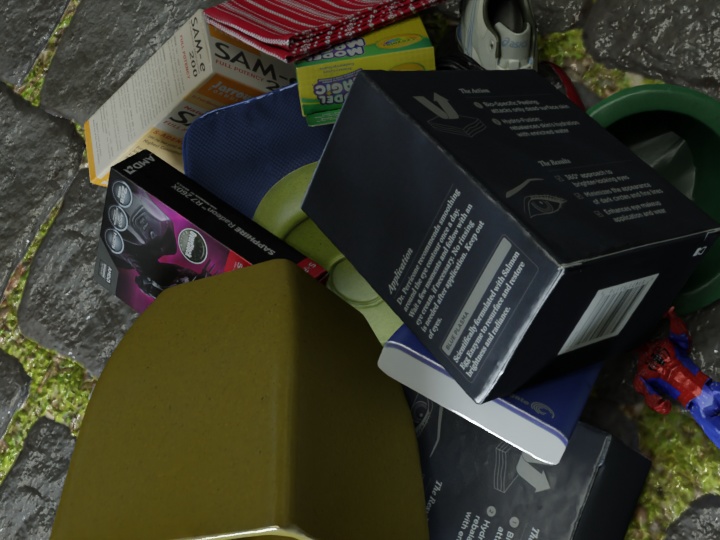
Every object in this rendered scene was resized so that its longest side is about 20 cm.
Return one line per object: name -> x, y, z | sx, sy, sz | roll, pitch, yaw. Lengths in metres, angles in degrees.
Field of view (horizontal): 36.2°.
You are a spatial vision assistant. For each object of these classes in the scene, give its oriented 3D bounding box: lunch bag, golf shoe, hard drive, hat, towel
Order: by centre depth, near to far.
hard drive -> 0.105, 0.052, 0.781 | 0.130, 0.200, 0.026 | 28, 117, 12
hat -> 0.236, -0.080, 0.907 | 0.162, 0.176, 0.204 | -6, 101, 12
golf shoe -> 0.118, -0.165, 0.936 | 0.077, 0.097, 0.204 | -5, 81, -6
towel -> -0.019, -0.236, 0.943 | 0.198, 0.023, 0.144 | -27, 37, -25
lunch bag -> -0.064, -0.072, 1.003 | 0.197, 0.132, 0.138 | -14, 63, 15

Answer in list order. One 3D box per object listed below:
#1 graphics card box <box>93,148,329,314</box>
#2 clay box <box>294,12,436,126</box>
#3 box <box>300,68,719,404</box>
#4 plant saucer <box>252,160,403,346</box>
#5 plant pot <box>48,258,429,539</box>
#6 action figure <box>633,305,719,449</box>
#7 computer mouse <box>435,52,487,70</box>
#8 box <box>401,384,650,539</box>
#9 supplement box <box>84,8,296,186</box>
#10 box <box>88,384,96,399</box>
graphics card box -> -0.130, 0.004, 0.916 | 0.199, 0.051, 0.127 | 35, 130, 17
clay box -> -0.002, -0.188, 0.932 | 0.113, 0.048, 0.201 | -10, 33, -2
box -> 0.101, -0.036, 0.749 | 0.200, 0.195, 0.118 | 48, 127, 29
plant saucer -> 0.000, 0.000, 0.912 | 0.197, 0.202, 0.031 | -16, 33, 24
plant pot -> -0.073, 0.111, 0.766 | 0.191, 0.195, 0.203 | -14, 61, 28
action figure -> 0.253, 0.094, 0.794 | 0.066, 0.099, 0.200 | -50, 55, 3
computer mouse -> 0.075, -0.081, 0.930 | 0.140, 0.046, 0.203 | 38, 123, 37
box -> 0.084, 0.191, 0.832 | 0.198, 0.117, 0.200 | 19, 84, 34
supplement box -> -0.159, -0.147, 1.057 | 0.199, 0.125, 0.075 | -34, 58, 36
box -> -0.130, 0.123, 0.935 | 0.082, 0.199, 0.069 | 36, 92, 32
